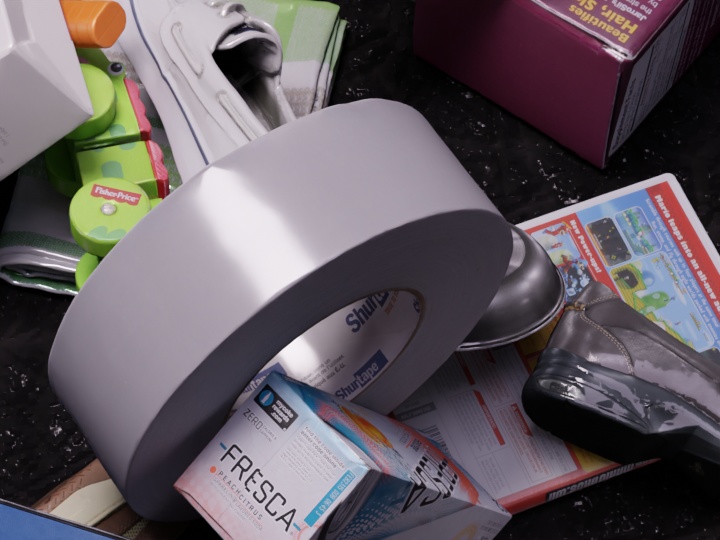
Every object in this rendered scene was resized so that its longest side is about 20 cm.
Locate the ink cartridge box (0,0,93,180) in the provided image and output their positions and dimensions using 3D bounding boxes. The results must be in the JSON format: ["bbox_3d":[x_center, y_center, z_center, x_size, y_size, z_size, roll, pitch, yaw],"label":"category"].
[{"bbox_3d":[-0.234,-0.074,1.252,0.199,0.067,0.117,-32,49,14],"label":"ink cartridge box"}]

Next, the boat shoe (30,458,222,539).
[{"bbox_3d":[-0.082,0.102,1.232,0.202,0.075,0.075,-38,92,-25],"label":"boat shoe"}]

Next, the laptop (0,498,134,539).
[{"bbox_3d":[-0.131,0.226,1.118,0.186,0.116,0.201,16,59,7],"label":"laptop"}]

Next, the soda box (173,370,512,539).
[{"bbox_3d":[-0.003,0.102,1.147,0.064,0.200,0.068,43,96,22],"label":"soda box"}]

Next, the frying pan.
[{"bbox_3d":[0.010,-0.007,1.274,0.189,0.031,0.115,17,34,26],"label":"frying pan"}]

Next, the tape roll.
[{"bbox_3d":[-0.033,0.019,1.119,0.200,0.201,0.066,-31,68,-20],"label":"tape roll"}]

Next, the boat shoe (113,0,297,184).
[{"bbox_3d":[-0.066,-0.099,1.299,0.065,0.073,0.201,-43,55,24],"label":"boat shoe"}]

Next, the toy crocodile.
[{"bbox_3d":[-0.118,-0.043,1.275,0.061,0.068,0.201,-12,54,-11],"label":"toy crocodile"}]

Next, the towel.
[{"bbox_3d":[-0.095,-0.070,1.349,0.148,0.031,0.201,12,59,3],"label":"towel"}]

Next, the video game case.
[{"bbox_3d":[0.097,0.040,1.301,0.199,0.017,0.144,-19,62,-13],"label":"video game case"}]

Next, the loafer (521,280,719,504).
[{"bbox_3d":[0.179,0.070,1.241,0.199,0.073,0.073,25,69,-5],"label":"loafer"}]

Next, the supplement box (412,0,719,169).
[{"bbox_3d":[0.137,-0.175,1.383,0.131,0.103,0.200,34,62,17],"label":"supplement box"}]

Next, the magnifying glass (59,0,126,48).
[{"bbox_3d":[-0.197,-0.124,1.323,0.199,0.022,0.080,3,50,40],"label":"magnifying glass"}]
